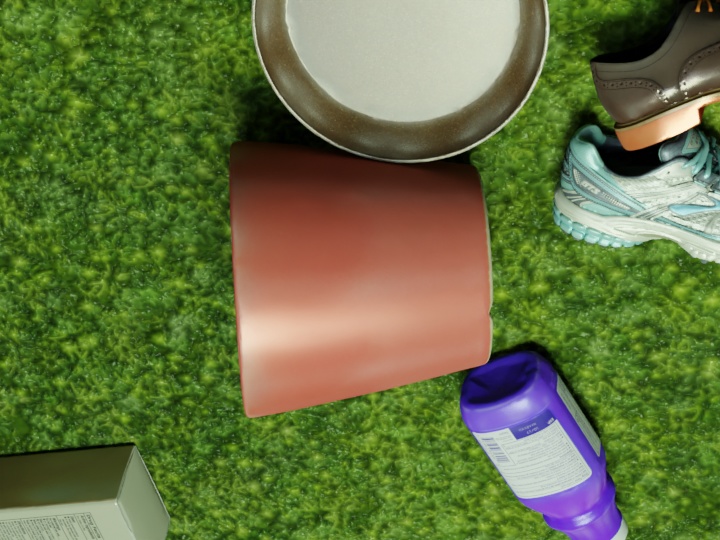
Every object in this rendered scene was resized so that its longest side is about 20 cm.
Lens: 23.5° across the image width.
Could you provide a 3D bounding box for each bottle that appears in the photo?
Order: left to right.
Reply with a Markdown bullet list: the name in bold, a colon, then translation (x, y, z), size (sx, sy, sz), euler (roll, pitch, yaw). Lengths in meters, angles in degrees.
- **bottle**: translation (0.156, 0.154, 1.405), size (0.083, 0.066, 0.200), euler (-19, 125, 25)

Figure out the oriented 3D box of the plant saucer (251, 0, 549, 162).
- **plant saucer**: translation (0.027, -0.169, 1.154), size (0.198, 0.032, 0.202), euler (4, 121, 7)

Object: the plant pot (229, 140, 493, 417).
- **plant pot**: translation (0.000, 0.000, 1.229), size (0.175, 0.201, 0.202), euler (-4, 131, -1)

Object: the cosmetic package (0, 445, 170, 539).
- **cosmetic package**: translation (-0.281, 0.221, 1.536), size (0.198, 0.071, 0.106), euler (-6, 129, 15)

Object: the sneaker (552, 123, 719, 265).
- **sneaker**: translation (0.234, -0.058, 1.202), size (0.198, 0.078, 0.087), euler (4, 128, 7)

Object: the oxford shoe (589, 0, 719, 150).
- **oxford shoe**: translation (0.243, -0.152, 1.125), size (0.199, 0.071, 0.073), euler (-28, 104, 19)
